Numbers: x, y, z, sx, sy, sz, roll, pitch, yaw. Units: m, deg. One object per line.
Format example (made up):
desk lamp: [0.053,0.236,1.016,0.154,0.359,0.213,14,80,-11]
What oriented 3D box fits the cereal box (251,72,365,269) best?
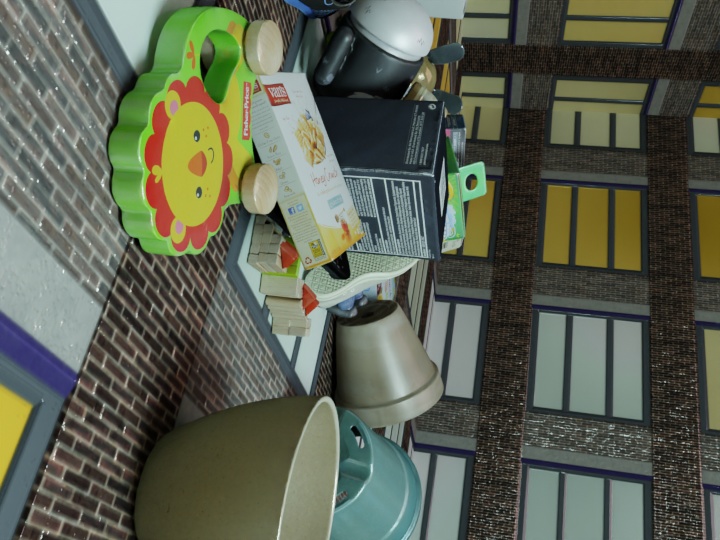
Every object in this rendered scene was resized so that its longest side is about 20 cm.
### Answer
cereal box: [-0.061,-0.113,0.784,0.144,0.039,0.201,-45,116,-70]

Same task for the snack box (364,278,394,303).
snack box: [0.021,0.012,1.402,0.169,0.067,0.201,-70,162,-53]

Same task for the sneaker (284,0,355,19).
sneaker: [-0.036,-0.355,0.916,0.200,0.077,0.071,-54,147,-68]

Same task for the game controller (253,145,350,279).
game controller: [-0.064,-0.064,0.838,0.200,0.042,0.105,45,17,-54]

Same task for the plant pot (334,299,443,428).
plant pot: [0.032,0.155,1.297,0.200,0.198,0.175,-58,133,-67]

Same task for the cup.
cup: [-0.110,0.203,0.635,0.200,0.142,0.202,5,90,-79]

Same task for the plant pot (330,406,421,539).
plant pot: [-0.030,0.290,1.008,0.196,0.198,0.202,63,33,-55]

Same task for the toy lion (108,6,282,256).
toy lion: [-0.135,-0.116,0.596,0.192,0.068,0.202,-20,115,-69]

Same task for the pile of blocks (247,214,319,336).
pile of blocks: [-0.082,0.012,0.893,0.201,0.062,0.083,82,17,-51]

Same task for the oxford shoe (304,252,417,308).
oxford shoe: [0.000,0.000,1.097,0.075,0.199,0.058,55,-27,20]

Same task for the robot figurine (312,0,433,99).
robot figurine: [0.011,-0.277,0.971,0.201,0.124,0.151,-56,-166,32]

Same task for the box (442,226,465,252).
box: [0.095,-0.129,1.310,0.109,0.127,0.202,74,-2,-74]

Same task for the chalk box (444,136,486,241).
chalk box: [0.102,-0.124,1.156,0.124,0.198,0.125,-91,170,-53]

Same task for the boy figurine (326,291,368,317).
boy figurine: [-0.026,-0.023,1.156,0.124,0.064,0.201,-46,140,-48]

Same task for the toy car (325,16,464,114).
toy car: [0.059,-0.291,1.111,0.158,0.198,0.165,-70,161,-53]

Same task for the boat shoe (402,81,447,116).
boat shoe: [0.072,-0.200,1.015,0.072,0.065,0.200,-58,-176,-10]

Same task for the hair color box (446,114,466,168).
hair color box: [0.074,-0.202,1.216,0.061,0.198,0.101,-87,175,-55]

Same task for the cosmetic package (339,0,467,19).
cosmetic package: [0.063,-0.438,1.062,0.081,0.198,0.114,79,19,-55]

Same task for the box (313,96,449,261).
box: [0.012,-0.119,0.956,0.200,0.196,0.124,76,22,-59]
